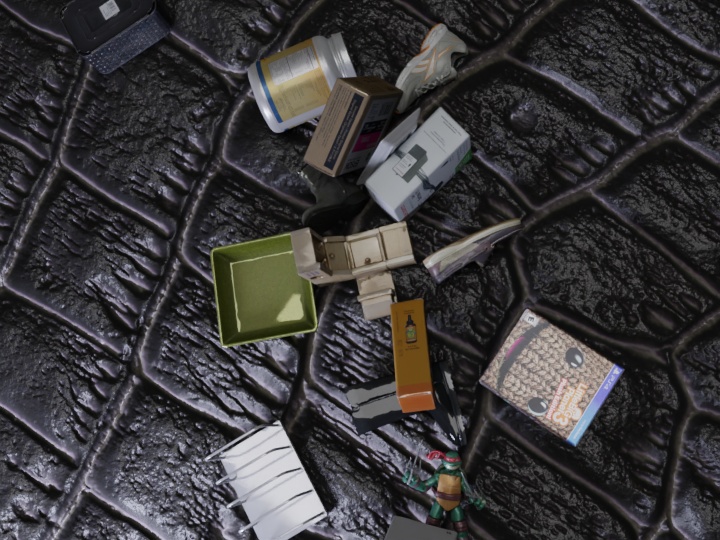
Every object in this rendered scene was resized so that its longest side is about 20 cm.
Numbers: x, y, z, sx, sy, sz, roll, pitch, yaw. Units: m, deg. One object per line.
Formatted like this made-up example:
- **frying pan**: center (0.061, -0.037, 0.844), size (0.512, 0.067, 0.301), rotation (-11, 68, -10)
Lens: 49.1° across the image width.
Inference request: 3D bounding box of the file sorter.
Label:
- **file sorter**: center (-0.176, 0.400, 1.450), size (0.138, 0.125, 0.201), rotation (-31, 77, 4)

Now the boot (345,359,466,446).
- **boot**: center (0.083, 0.265, 1.453), size (0.198, 0.066, 0.166), rotation (-15, 65, 1)

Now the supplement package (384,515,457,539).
- **supplement package**: center (0.086, 0.548, 1.345), size (0.118, 0.121, 0.202), rotation (11, 104, 12)

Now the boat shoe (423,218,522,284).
- **boat shoe**: center (0.218, -0.037, 1.489), size (0.198, 0.072, 0.065), rotation (-25, 89, 1)

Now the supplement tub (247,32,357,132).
- **supplement tub**: center (-0.108, -0.375, 1.566), size (0.198, 0.145, 0.146), rotation (-21, 77, 5)

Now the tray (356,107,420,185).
- **tray**: center (0.055, -0.223, 1.474), size (0.022, 0.200, 0.107), rotation (45, 69, 2)

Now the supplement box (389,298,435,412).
- **supplement box**: center (0.095, 0.153, 1.438), size (0.066, 0.069, 0.202), rotation (-9, 55, 9)

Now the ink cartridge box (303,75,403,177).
- **ink cartridge box**: center (-0.009, -0.274, 1.478), size (0.075, 0.200, 0.166), rotation (29, 113, 12)

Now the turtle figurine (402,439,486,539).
- **turtle figurine**: center (0.157, 0.400, 1.403), size (0.148, 0.100, 0.202), rotation (4, 96, 26)

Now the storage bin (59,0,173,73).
- **storage bin**: center (-0.524, -0.539, 1.697), size (0.199, 0.094, 0.136), rotation (-32, 76, 4)

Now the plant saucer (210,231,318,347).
- **plant saucer**: center (-0.186, 0.039, 1.555), size (0.197, 0.048, 0.202), rotation (-10, 79, 8)

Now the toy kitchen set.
- **toy kitchen set**: center (0.000, 0.000, 1.461), size (0.198, 0.180, 0.165), rotation (-14, 79, 9)

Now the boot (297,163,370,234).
- **boot**: center (-0.080, -0.147, 1.513), size (0.131, 0.200, 0.068), rotation (44, 125, 13)

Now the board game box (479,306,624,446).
- **board game box**: center (0.337, 0.190, 1.409), size (0.199, 0.097, 0.160), rotation (33, 87, 14)

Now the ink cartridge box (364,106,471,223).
- **ink cartridge box**: center (0.112, -0.191, 1.493), size (0.200, 0.147, 0.083), rotation (-44, 77, 1)

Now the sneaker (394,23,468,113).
- **sneaker**: center (0.139, -0.388, 1.562), size (0.092, 0.076, 0.201), rotation (34, 88, 10)
